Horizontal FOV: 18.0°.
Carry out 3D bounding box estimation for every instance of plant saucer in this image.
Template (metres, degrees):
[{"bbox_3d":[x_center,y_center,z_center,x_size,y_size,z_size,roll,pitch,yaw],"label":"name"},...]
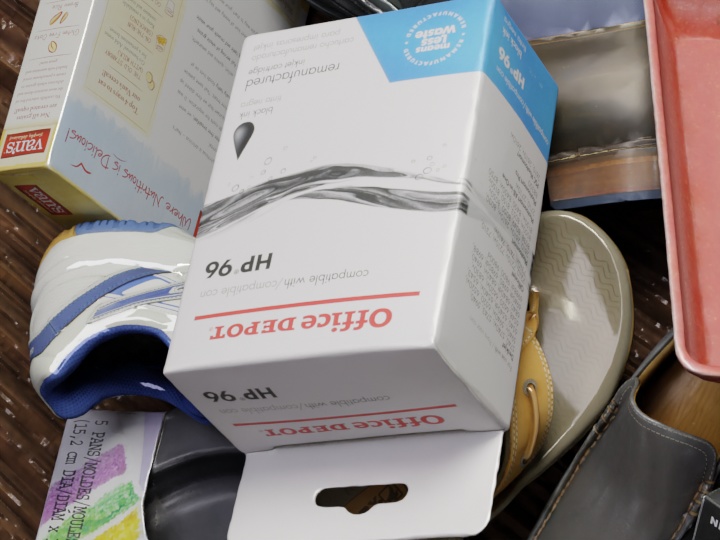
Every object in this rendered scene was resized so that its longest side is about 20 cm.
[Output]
[{"bbox_3d":[0.204,-0.027,0.847,0.199,0.037,0.200,5,53,-5],"label":"plant saucer"}]

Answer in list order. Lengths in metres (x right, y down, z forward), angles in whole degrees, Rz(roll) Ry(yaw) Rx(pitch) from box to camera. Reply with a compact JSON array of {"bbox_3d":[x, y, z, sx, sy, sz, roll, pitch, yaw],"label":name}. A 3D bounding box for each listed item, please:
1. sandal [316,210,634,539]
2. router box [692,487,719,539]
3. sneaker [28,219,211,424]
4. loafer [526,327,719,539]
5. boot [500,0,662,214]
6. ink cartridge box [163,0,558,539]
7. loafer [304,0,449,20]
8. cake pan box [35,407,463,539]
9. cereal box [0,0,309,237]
[{"bbox_3d":[0.037,0.057,0.882,0.080,0.054,0.200,42,75,11],"label":"sandal"},{"bbox_3d":[0.231,0.118,0.748,0.157,0.052,0.200,-20,41,-39],"label":"router box"},{"bbox_3d":[-0.041,0.028,0.949,0.200,0.075,0.088,-5,47,10],"label":"sneaker"},{"bbox_3d":[0.116,0.067,0.880,0.073,0.072,0.200,32,83,35],"label":"loafer"},{"bbox_3d":[0.051,-0.070,0.967,0.200,0.075,0.097,-3,88,27],"label":"boot"},{"bbox_3d":[0.000,0.000,0.861,0.116,0.068,0.200,-8,55,27],"label":"ink cartridge box"},{"bbox_3d":[0.037,-0.124,1.010,0.200,0.070,0.068,30,71,22],"label":"loafer"},{"bbox_3d":[-0.056,0.150,0.940,0.184,0.052,0.200,2,64,26],"label":"cake pan box"},{"bbox_3d":[-0.087,-0.100,1.030,0.039,0.144,0.200,-3,62,33],"label":"cereal box"}]
